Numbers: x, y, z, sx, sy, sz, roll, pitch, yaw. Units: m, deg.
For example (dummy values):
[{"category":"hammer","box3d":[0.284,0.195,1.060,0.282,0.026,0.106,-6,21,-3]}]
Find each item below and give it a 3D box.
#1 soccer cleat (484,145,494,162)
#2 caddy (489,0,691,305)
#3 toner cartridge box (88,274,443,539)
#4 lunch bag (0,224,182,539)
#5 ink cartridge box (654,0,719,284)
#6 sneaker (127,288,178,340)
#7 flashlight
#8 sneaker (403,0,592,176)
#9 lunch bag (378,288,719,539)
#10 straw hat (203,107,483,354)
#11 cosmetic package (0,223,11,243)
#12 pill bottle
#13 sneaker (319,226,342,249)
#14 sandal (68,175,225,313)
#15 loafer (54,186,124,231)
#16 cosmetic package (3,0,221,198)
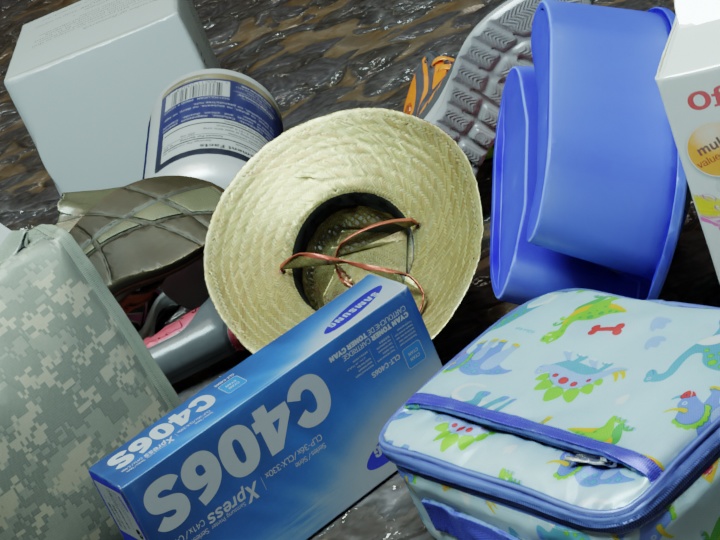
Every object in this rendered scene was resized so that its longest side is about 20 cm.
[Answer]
[{"category":"soccer cleat","box3d":[0.095,-0.136,1.321,0.081,0.068,0.200,-37,17,37]},{"category":"caddy","box3d":[0.141,-0.062,0.942,0.105,0.141,0.200,9,60,-8]},{"category":"toner cartridge box","box3d":[-0.042,0.095,0.905,0.200,0.095,0.043,-35,27,-24]},{"category":"lunch bag","box3d":[-0.196,0.092,0.923,0.164,0.200,0.117,-40,29,-31]},{"category":"ink cartridge box","box3d":[0.243,-0.075,0.868,0.128,0.200,0.125,-12,26,25]},{"category":"sneaker","box3d":[-0.183,0.005,1.235,0.080,0.086,0.200,-19,23,6]},{"category":"flashlight","box3d":[-0.128,0.044,1.128,0.200,0.068,0.068,-25,7,-3]},{"category":"sneaker","box3d":[0.083,-0.143,1.161,0.200,0.078,0.112,-48,22,24]},{"category":"lunch bag","box3d":[0.116,0.083,0.806,0.161,0.083,0.200,-38,26,-24]},{"category":"straw hat","box3d":[0.000,0.000,1.071,0.201,0.085,0.201,-10,58,16]},{"category":"cosmetic package","box3d":[-0.321,0.003,1.207,0.200,0.113,0.081,32,43,21]},{"category":"pill bottle","box3d":[-0.113,-0.060,1.260,0.111,0.111,0.200,-19,36,11]},{"category":"sneaker","box3d":[-0.010,-0.052,1.207,0.070,0.080,0.200,-31,23,-13]},{"category":"sandal","box3d":[-0.173,0.006,1.129,0.200,0.055,0.082,-40,61,-9]},{"category":"loafer","box3d":[-0.223,-0.041,1.364,0.200,0.070,0.075,-31,-1,-15]},{"category":"cosmetic package","box3d":[-0.211,-0.159,1.505,0.166,0.168,0.200,-22,24,3]}]
